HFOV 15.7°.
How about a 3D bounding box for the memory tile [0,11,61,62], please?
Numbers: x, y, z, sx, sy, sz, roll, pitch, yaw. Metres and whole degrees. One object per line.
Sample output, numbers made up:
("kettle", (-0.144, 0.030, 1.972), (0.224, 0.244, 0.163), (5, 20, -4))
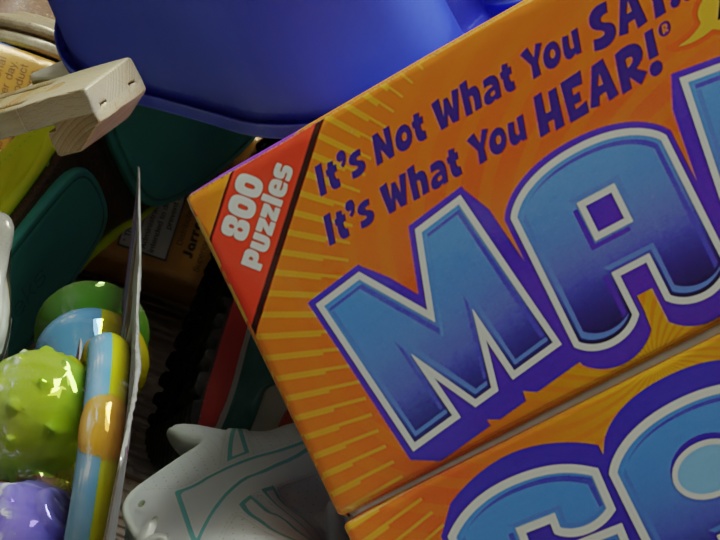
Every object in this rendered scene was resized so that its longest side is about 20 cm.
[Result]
("memory tile", (-0.121, -0.076, 1.026), (0.200, 0.017, 0.153), (21, -10, -25))

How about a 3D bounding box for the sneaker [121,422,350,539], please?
("sneaker", (-0.033, 0.098, 0.751), (0.080, 0.071, 0.200), (7, 18, 2))

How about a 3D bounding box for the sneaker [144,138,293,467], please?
("sneaker", (0.000, 0.000, 0.911), (0.093, 0.070, 0.200), (28, 59, -12))

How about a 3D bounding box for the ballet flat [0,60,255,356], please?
("ballet flat", (-0.102, -0.037, 0.900), (0.067, 0.067, 0.200), (17, 51, 34))

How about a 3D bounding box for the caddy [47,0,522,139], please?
("caddy", (-0.023, -0.110, 0.839), (0.200, 0.105, 0.141), (18, 53, 43))

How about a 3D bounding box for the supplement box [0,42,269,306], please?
("supplement box", (-0.117, -0.042, 0.968), (0.200, 0.069, 0.067), (18, -9, -12))

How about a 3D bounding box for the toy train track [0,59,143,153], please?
("toy train track", (-0.143, -0.028, 0.827), (0.200, 0.033, 0.115), (-12, 20, 39))

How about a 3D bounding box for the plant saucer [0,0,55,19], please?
("plant saucer", (-0.067, -0.135, 1.095), (0.037, 0.200, 0.200), (60, 7, -22))

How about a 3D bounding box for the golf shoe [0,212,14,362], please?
("golf shoe", (-0.145, 0.043, 0.716), (0.077, 0.088, 0.200), (24, 21, -4))

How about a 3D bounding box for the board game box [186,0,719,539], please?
("board game box", (0.110, 0.017, 0.760), (0.200, 0.200, 0.200), (63, 20, 6))

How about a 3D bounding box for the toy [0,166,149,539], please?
("toy", (-0.087, 0.056, 0.717), (0.047, 0.115, 0.200), (9, 22, -3))
